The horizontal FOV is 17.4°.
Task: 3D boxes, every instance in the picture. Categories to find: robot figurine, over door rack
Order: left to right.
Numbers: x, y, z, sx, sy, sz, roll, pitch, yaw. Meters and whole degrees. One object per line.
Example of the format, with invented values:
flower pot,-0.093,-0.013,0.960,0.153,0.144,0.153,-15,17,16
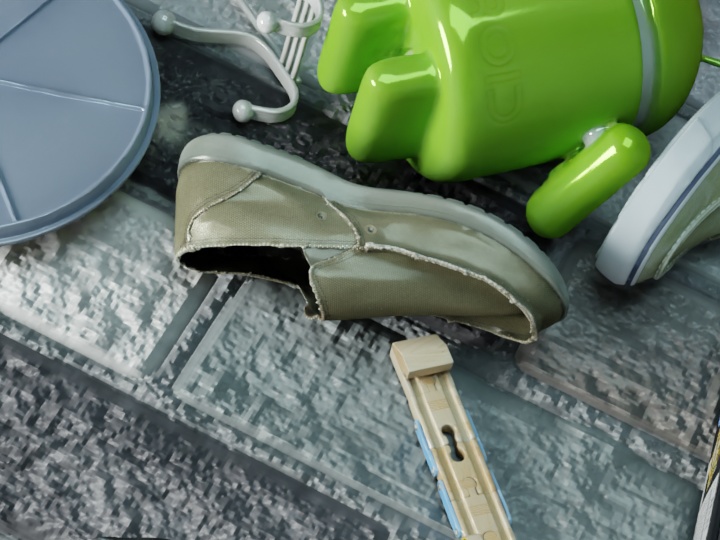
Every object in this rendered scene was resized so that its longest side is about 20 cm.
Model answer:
over door rack,-0.073,-0.193,1.181,0.066,0.148,0.201,-10,58,-23
robot figurine,0.082,-0.111,1.169,0.199,0.116,0.176,-13,61,-19

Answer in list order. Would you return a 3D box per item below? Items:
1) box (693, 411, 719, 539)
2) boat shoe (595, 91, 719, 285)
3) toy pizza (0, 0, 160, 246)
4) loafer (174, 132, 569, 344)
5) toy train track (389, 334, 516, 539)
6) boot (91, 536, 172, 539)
box,0.264,0.098,1.101,0.199,0.050,0.199,18,55,2
boat shoe,0.191,-0.053,1.178,0.062,0.072,0.200,39,57,11
toy pizza,-0.198,-0.087,1.155,0.198,0.032,0.201,5,54,-7
loafer,0.000,0.000,1.114,0.199,0.075,0.070,17,66,8
toy train track,0.057,0.110,1.063,0.114,0.033,0.201,-11,57,-17
boot,-0.065,0.154,0.949,0.198,0.132,0.070,-6,56,-14
